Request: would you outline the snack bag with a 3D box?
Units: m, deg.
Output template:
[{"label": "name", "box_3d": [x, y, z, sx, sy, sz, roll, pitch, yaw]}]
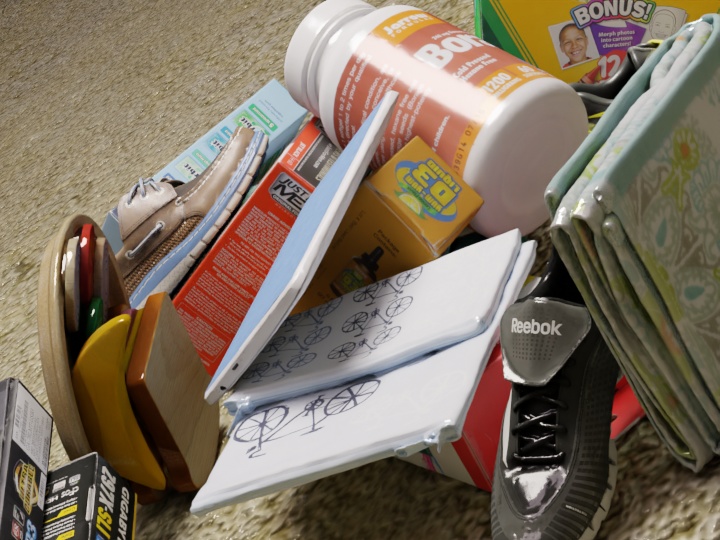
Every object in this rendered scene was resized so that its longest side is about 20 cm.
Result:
[{"label": "snack bag", "box_3d": [-0.002, 0.058, 1.166, 0.188, 0.021, 0.200, -19, 24, 29]}]

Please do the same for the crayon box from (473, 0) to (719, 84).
[{"label": "crayon box", "box_3d": [0.180, -0.184, 1.463, 0.199, 0.119, 0.058, -5, 19, -2]}]

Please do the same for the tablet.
[{"label": "tablet", "box_3d": [-0.034, -0.016, 1.252, 0.130, 0.014, 0.200, -51, 9, 43]}]

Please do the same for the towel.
[{"label": "towel", "box_3d": [0.181, -0.018, 1.069, 0.048, 0.172, 0.200, -13, 25, 43]}]

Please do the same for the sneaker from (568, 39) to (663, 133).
[{"label": "sneaker", "box_3d": [0.228, -0.127, 1.405, 0.199, 0.085, 0.075, -29, 20, 3]}]

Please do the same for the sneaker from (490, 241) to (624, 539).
[{"label": "sneaker", "box_3d": [0.099, 0.059, 1.051, 0.066, 0.091, 0.201, 0, 52, 32]}]

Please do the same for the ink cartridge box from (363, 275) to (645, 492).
[{"label": "ink cartridge box", "box_3d": [0.076, 0.060, 1.181, 0.116, 0.067, 0.200, -37, 21, -21]}]

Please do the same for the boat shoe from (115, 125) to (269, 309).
[{"label": "boat shoe", "box_3d": [-0.144, -0.031, 1.479, 0.200, 0.072, 0.072, -53, 2, 5]}]

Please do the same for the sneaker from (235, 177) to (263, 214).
[{"label": "sneaker", "box_3d": [-0.016, -0.067, 1.615, 0.140, 0.078, 0.200, -35, 20, -14]}]

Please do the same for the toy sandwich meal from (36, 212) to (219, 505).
[{"label": "toy sandwich meal", "box_3d": [-0.148, 0.058, 1.321, 0.070, 0.206, 0.205, -9, 23, 8]}]

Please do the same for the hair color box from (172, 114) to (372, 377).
[{"label": "hair color box", "box_3d": [-0.072, -0.013, 1.458, 0.200, 0.061, 0.102, -50, 4, 31]}]

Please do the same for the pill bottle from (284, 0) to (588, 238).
[{"label": "pill bottle", "box_3d": [0.045, -0.109, 1.358, 0.112, 0.113, 0.200, -39, 50, -24]}]

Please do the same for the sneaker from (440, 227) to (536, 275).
[{"label": "sneaker", "box_3d": [0.080, -0.044, 1.412, 0.071, 0.080, 0.200, -20, 22, 19]}]

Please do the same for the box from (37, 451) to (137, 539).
[{"label": "box", "box_3d": [-0.232, 0.211, 1.216, 0.199, 0.049, 0.160, -24, 38, 16]}]

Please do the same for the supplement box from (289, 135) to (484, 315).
[{"label": "supplement box", "box_3d": [0.000, 0.000, 1.322, 0.069, 0.067, 0.200, -43, -4, -38]}]

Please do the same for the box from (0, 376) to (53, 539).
[{"label": "box", "box_3d": [-0.281, 0.179, 1.214, 0.199, 0.050, 0.199, -24, 36, 17]}]

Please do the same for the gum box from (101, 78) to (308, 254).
[{"label": "gum box", "box_3d": [-0.143, -0.050, 1.686, 0.200, 0.045, 0.170, -43, -7, -32]}]
